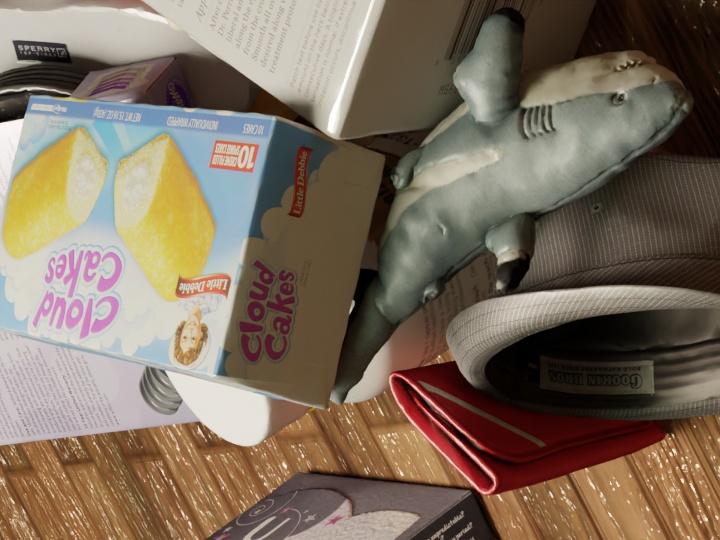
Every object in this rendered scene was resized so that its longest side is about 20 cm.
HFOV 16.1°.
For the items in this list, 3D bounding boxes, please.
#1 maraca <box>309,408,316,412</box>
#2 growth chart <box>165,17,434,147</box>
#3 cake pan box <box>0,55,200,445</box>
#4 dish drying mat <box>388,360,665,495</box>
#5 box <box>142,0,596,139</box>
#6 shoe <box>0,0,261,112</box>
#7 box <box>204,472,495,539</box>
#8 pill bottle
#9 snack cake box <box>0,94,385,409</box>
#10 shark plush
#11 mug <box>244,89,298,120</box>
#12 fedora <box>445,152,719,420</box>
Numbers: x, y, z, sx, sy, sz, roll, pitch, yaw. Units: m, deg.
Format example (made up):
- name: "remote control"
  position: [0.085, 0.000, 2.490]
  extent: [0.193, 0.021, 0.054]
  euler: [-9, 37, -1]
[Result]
- name: "maraca"
  position: [-0.047, 0.027, 1.440]
  extent: [0.200, 0.137, 0.107]
  euler: [145, 115, -63]
- name: "growth chart"
  position: [-0.005, -0.100, 1.210]
  extent: [0.145, 0.200, 0.018]
  euler: [32, 111, 23]
- name: "cake pan box"
  position: [-0.150, -0.008, 1.326]
  extent: [0.184, 0.052, 0.200]
  euler: [-11, 115, 24]
- name: "dish drying mat"
  position: [0.084, 0.066, 1.229]
  extent: [0.077, 0.200, 0.018]
  euler: [43, 112, 19]
- name: "box"
  position: [-0.011, -0.155, 1.148]
  extent: [0.200, 0.152, 0.106]
  euler: [38, 120, 34]
- name: "shoe"
  position: [-0.127, -0.132, 1.341]
  extent: [0.200, 0.091, 0.072]
  euler: [9, 127, 26]
- name: "box"
  position: [-0.012, 0.206, 1.555]
  extent: [0.200, 0.132, 0.115]
  euler: [-3, 117, 58]
- name: "pill bottle"
  position: [0.000, 0.000, 1.260]
  extent: [0.114, 0.200, 0.114]
  euler: [37, 144, 33]
- name: "snack cake box"
  position: [-0.085, -0.012, 1.148]
  extent: [0.200, 0.067, 0.115]
  euler: [9, 83, 51]
- name: "shark plush"
  position: [0.048, -0.026, 1.085]
  extent: [0.083, 0.200, 0.091]
  euler: [50, 179, 39]
- name: "mug"
  position: [-0.109, -0.060, 1.424]
  extent: [0.187, 0.153, 0.149]
  euler: [31, 141, 39]
- name: "fedora"
  position: [0.134, 0.003, 1.136]
  extent: [0.200, 0.177, 0.090]
  euler: [-18, 62, 46]
